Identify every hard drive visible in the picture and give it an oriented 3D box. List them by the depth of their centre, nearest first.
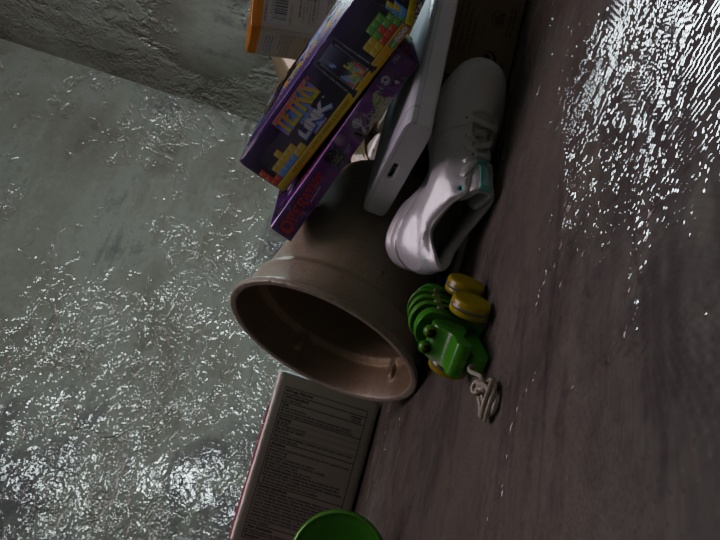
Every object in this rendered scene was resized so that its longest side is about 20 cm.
[{"bbox_3d":[0.050,-0.168,0.843,0.132,0.026,0.202,120,167,-56],"label":"hard drive"}]

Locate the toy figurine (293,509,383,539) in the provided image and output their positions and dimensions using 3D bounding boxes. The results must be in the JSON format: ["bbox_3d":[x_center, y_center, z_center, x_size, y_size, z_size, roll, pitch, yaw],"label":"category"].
[{"bbox_3d":[-0.052,0.295,0.823,0.201,0.150,0.184,-52,-7,-4],"label":"toy figurine"}]

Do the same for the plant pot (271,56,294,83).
[{"bbox_3d":[-0.029,-0.247,1.253,0.187,0.200,0.187,-40,-1,-1],"label":"plant pot"}]

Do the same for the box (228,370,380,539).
[{"bbox_3d":[-0.068,0.237,1.074,0.109,0.127,0.202,120,167,-74],"label":"box"}]

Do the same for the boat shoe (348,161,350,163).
[{"bbox_3d":[-0.023,-0.145,1.116,0.072,0.059,0.202,-77,-24,-57],"label":"boat shoe"}]

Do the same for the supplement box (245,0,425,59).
[{"bbox_3d":[-0.031,-0.291,1.062,0.126,0.198,0.074,180,97,-79],"label":"supplement box"}]

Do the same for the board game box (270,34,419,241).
[{"bbox_3d":[-0.016,-0.131,0.845,0.201,0.032,0.120,-52,19,19],"label":"board game box"}]

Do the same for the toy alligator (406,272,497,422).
[{"bbox_3d":[0.061,0.047,0.655,0.200,0.054,0.060,-86,14,-71],"label":"toy alligator"}]

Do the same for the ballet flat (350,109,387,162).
[{"bbox_3d":[0.025,-0.156,1.036,0.071,0.070,0.202,114,157,-57],"label":"ballet flat"}]

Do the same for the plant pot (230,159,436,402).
[{"bbox_3d":[0.000,0.000,0.906,0.185,0.199,0.201,-62,-1,-27],"label":"plant pot"}]

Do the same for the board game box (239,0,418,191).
[{"bbox_3d":[-0.026,-0.194,0.844,0.200,0.056,0.166,-48,15,31],"label":"board game box"}]

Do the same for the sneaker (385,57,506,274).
[{"bbox_3d":[0.093,-0.089,0.786,0.088,0.075,0.202,18,88,65],"label":"sneaker"}]

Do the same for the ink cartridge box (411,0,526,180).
[{"bbox_3d":[0.099,-0.188,0.941,0.165,0.074,0.202,127,159,-72],"label":"ink cartridge box"}]
